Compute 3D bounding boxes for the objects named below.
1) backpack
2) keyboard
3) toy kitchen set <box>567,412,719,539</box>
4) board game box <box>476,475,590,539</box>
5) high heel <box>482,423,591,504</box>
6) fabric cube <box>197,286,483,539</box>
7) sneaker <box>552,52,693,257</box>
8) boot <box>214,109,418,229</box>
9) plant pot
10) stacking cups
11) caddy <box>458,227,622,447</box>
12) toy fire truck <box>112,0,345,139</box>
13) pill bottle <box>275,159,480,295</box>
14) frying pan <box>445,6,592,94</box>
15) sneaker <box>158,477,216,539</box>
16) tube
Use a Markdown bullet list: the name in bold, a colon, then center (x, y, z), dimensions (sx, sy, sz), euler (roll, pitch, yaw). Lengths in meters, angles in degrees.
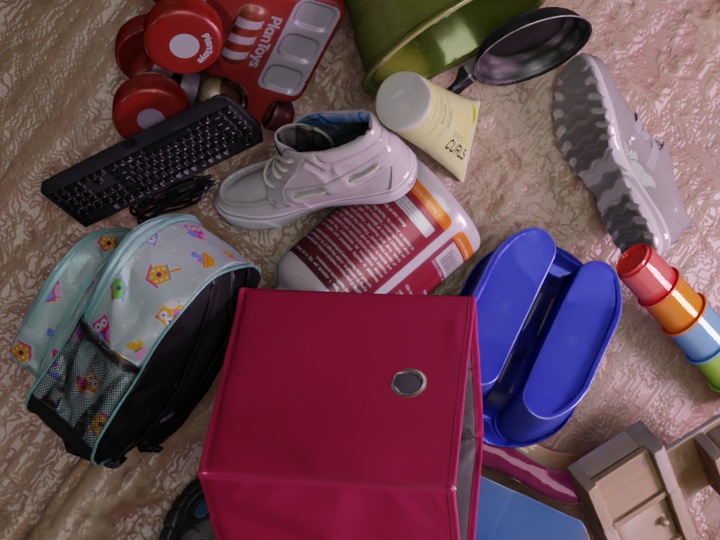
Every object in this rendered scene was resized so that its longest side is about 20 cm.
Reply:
- **backpack**: center (-0.184, 0.044, 1.421), dimensions (0.153, 0.176, 0.200), euler (44, 106, 13)
- **keyboard**: center (-0.170, -0.079, 1.450), dimensions (0.199, 0.104, 0.040), euler (-23, 57, 22)
- **toy kitchen set**: center (0.315, 0.241, 1.477), dimensions (0.162, 0.181, 0.201), euler (-32, 127, -6)
- **board game box**: center (0.115, 0.251, 1.533), dimensions (0.199, 0.039, 0.159), euler (24, 119, 5)
- **high heel**: center (0.166, 0.159, 1.546), dimensions (0.198, 0.067, 0.097), euler (1, 101, 5)
- **fabric cube**: center (-0.006, 0.148, 1.370), dimensions (0.197, 0.201, 0.197), euler (3, 48, 9)
- **sneaker**: center (0.243, -0.108, 1.563), dimensions (0.082, 0.075, 0.201), euler (-24, 92, -37)
- **boot**: center (-0.055, -0.095, 1.454), dimensions (0.198, 0.096, 0.074), euler (-11, 56, 24)
- **plant pot**: center (0.044, -0.286, 1.475), dimensions (0.199, 0.200, 0.191), euler (-29, 82, -7)
- **stacking cups**: center (0.310, 0.050, 1.544), dimensions (0.061, 0.060, 0.200), euler (-46, 111, -5)
- **caddy**: center (0.149, 0.060, 1.520), dimensions (0.141, 0.105, 0.201), euler (28, 70, 1)
- **toy fire truck**: center (-0.120, -0.180, 1.455), dimensions (0.167, 0.113, 0.201), euler (15, 130, -19)
- **pill bottle**: center (0.000, 0.000, 1.494), dimensions (0.200, 0.113, 0.113), euler (-41, 96, -6)
- **frying pan**: center (0.128, -0.186, 1.540), dimensions (0.114, 0.189, 0.031), euler (3, 61, -49)
- **sneaker**: center (-0.142, 0.252, 1.510), dimensions (0.200, 0.073, 0.082), euler (-47, 120, -5)
- **tube**: center (0.070, -0.130, 1.471), dimensions (0.058, 0.200, 0.052), euler (-38, 73, 12)
